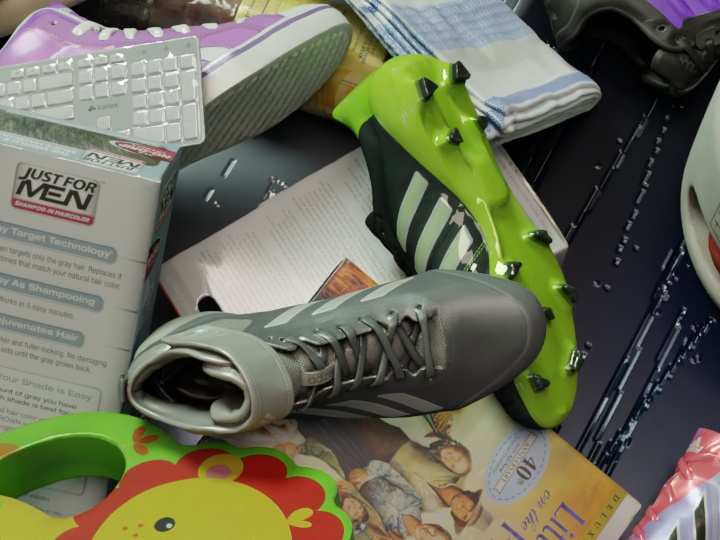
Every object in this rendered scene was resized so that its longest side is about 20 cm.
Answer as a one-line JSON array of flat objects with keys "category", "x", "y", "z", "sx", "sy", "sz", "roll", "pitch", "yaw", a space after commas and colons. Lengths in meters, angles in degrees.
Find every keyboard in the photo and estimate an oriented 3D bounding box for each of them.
[{"category": "keyboard", "x": -0.174, "y": -0.076, "z": 0.922, "sx": 0.198, "sy": 0.011, "sz": 0.057, "roll": -8, "pitch": 69, "yaw": 11}]

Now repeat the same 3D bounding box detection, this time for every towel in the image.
[{"category": "towel", "x": 0.040, "y": -0.151, "z": 1.017, "sx": 0.200, "sy": 0.024, "sz": 0.147, "roll": 47, "pitch": 30, "yaw": 13}]

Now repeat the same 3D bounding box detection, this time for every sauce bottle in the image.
[{"category": "sauce bottle", "x": -0.061, "y": -0.131, "z": 1.035, "sx": 0.198, "sy": 0.066, "sz": 0.066, "roll": 17, "pitch": 68, "yaw": 11}]

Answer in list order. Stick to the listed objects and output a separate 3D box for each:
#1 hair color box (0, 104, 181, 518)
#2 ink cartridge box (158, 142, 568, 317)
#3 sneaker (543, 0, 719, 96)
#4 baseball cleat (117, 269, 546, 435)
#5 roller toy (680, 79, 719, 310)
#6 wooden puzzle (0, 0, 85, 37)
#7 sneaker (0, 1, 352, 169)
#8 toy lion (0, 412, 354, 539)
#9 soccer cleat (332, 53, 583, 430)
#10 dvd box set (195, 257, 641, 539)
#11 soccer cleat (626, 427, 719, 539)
[{"category": "hair color box", "x": -0.156, "y": 0.029, "z": 0.905, "sx": 0.098, "sy": 0.061, "sz": 0.202, "roll": 13, "pitch": 111, "yaw": 1}, {"category": "ink cartridge box", "x": 0.000, "y": 0.000, "z": 0.991, "sx": 0.199, "sy": 0.050, "sz": 0.109, "roll": -30, "pitch": 73, "yaw": -12}, {"category": "sneaker", "x": 0.199, "y": -0.146, "z": 1.050, "sx": 0.198, "sy": 0.070, "sz": 0.101, "roll": 6, "pitch": 75, "yaw": 3}, {"category": "baseball cleat", "x": -0.012, "y": 0.047, "z": 0.847, "sx": 0.198, "sy": 0.106, "sz": 0.070, "roll": -11, "pitch": 98, "yaw": 8}, {"category": "roller toy", "x": 0.266, "y": -0.047, "z": 0.968, "sx": 0.181, "sy": 0.140, "sz": 0.201, "roll": 17, "pitch": 69, "yaw": 6}, {"category": "wooden puzzle", "x": -0.171, "y": -0.230, "z": 1.067, "sx": 0.184, "sy": 0.037, "sz": 0.201, "roll": -26, "pitch": 55, "yaw": -11}, {"category": "sneaker", "x": -0.109, "y": -0.113, "z": 0.963, "sx": 0.199, "sy": 0.073, "sz": 0.115, "roll": -28, "pitch": 70, "yaw": -13}, {"category": "toy lion", "x": -0.103, "y": 0.126, "z": 0.810, "sx": 0.190, "sy": 0.069, "sz": 0.200, "roll": -20, "pitch": 36, "yaw": -16}, {"category": "soccer cleat", "x": 0.050, "y": -0.011, "z": 0.932, "sx": 0.067, "sy": 0.081, "sz": 0.202, "roll": -21, "pitch": 87, "yaw": -44}, {"category": "dvd box set", "x": 0.023, "y": 0.113, "z": 0.925, "sx": 0.200, "sy": 0.029, "sz": 0.147, "roll": 40, "pitch": 77, "yaw": -2}, {"category": "soccer cleat", "x": 0.171, "y": 0.126, "z": 0.931, "sx": 0.199, "sy": 0.067, "sz": 0.077, "roll": -34, "pitch": 92, "yaw": -19}]
